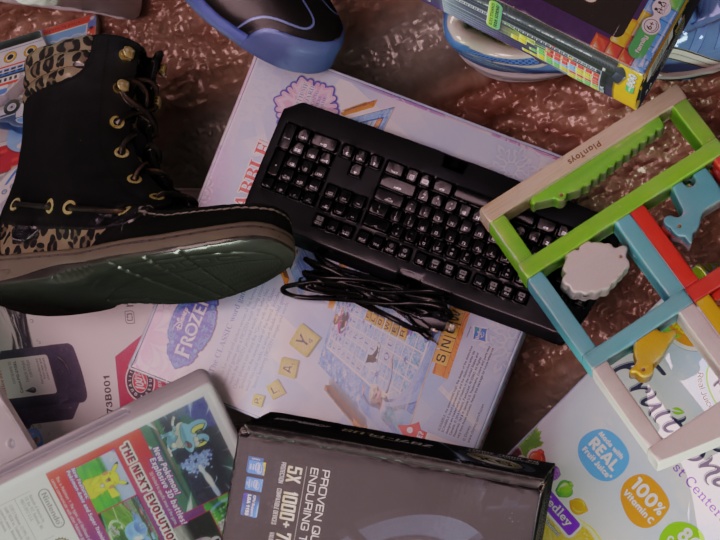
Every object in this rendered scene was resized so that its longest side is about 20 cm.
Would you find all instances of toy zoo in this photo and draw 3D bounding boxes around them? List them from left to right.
[{"bbox_3d":[0.171,0.014,1.414,0.131,0.020,0.200,-33,73,-8],"label":"toy zoo"}]

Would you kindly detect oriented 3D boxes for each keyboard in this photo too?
[{"bbox_3d":[0.033,-0.016,1.450,0.200,0.040,0.104,20,85,8],"label":"keyboard"}]

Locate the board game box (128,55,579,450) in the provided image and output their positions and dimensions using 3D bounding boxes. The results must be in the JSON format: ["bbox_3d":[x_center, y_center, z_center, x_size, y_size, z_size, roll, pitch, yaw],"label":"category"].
[{"bbox_3d":[0.000,0.000,1.492,0.199,0.041,0.200,22,86,7],"label":"board game box"}]

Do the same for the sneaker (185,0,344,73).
[{"bbox_3d":[-0.075,-0.198,1.473,0.200,0.070,0.078,45,130,6],"label":"sneaker"}]

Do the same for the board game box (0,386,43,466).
[{"bbox_3d":[-0.279,0.096,1.551,0.200,0.026,0.200,-45,68,28],"label":"board game box"}]

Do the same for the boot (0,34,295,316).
[{"bbox_3d":[-0.121,-0.060,1.470,0.204,0.073,0.154,-8,65,33],"label":"boot"}]

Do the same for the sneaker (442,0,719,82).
[{"bbox_3d":[0.138,-0.138,1.454,0.200,0.077,0.076,-10,87,21],"label":"sneaker"}]

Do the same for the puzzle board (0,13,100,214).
[{"bbox_3d":[-0.252,-0.074,1.606,0.200,0.017,0.151,-14,51,17],"label":"puzzle board"}]

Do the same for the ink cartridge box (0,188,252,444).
[{"bbox_3d":[-0.176,0.032,1.596,0.200,0.084,0.145,-6,89,24],"label":"ink cartridge box"}]

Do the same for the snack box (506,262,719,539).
[{"bbox_3d":[0.169,0.114,1.464,0.200,0.053,0.142,-47,74,18],"label":"snack box"}]

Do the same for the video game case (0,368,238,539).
[{"bbox_3d":[-0.130,0.174,1.489,0.182,0.023,0.200,-26,118,-5],"label":"video game case"}]

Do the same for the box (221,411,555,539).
[{"bbox_3d":[0.005,0.188,1.419,0.164,0.086,0.200,11,93,8],"label":"box"}]

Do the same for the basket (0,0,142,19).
[{"bbox_3d":[-0.243,-0.238,1.555,0.200,0.198,0.161,11,95,24],"label":"basket"}]

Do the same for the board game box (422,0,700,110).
[{"bbox_3d":[0.121,-0.210,1.408,0.165,0.057,0.200,28,76,10],"label":"board game box"}]
